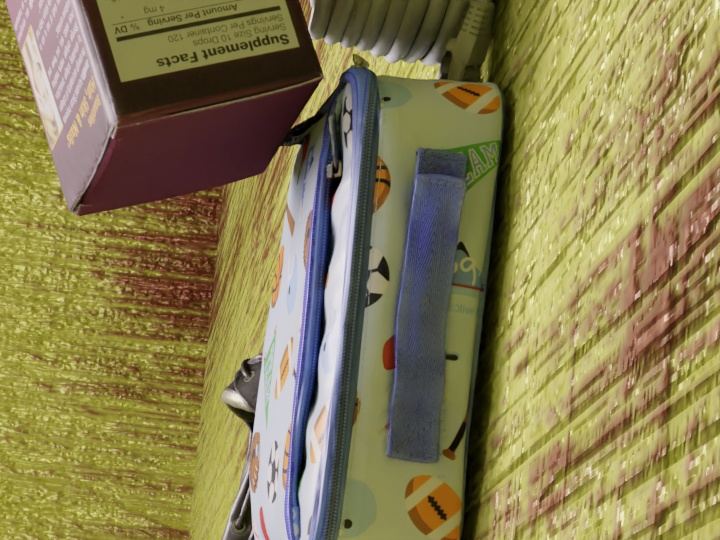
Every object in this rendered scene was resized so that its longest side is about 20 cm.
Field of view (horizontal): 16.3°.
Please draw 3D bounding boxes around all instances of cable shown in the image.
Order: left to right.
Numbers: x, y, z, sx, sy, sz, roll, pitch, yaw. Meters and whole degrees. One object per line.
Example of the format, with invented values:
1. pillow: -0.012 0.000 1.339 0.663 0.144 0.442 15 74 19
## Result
1. cable: 0.021 -0.185 1.028 0.200 0.069 0.201 -97 15 -66

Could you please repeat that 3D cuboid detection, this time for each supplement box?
1. supplement box: -0.093 -0.137 0.974 0.110 0.085 0.201 132 122 -67

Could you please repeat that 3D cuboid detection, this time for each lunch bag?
1. lunch bag: 0.005 0.019 0.955 0.160 0.075 0.201 146 130 -79

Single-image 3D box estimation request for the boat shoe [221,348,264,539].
1. boat shoe: -0.044 0.074 1.392 0.072 0.066 0.202 121 155 -77
